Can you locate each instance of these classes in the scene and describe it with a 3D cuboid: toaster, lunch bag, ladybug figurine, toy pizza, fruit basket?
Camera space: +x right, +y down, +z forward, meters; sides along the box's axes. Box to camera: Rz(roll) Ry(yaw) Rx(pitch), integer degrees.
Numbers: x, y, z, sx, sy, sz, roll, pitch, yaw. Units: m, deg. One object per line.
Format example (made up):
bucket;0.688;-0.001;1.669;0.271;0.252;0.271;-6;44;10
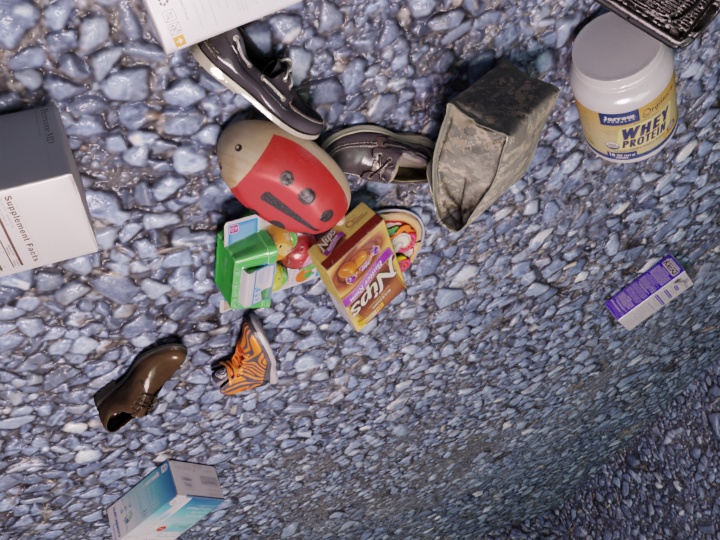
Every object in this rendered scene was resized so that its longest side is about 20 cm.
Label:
toaster;0.382;-0.391;0.845;0.198;0.119;0.182;30;127;0
lunch bag;0.178;-0.168;0.998;0.164;0.117;0.202;-42;155;-37
ladybug figurine;-0.098;-0.109;0.900;0.198;0.073;0.135;30;134;-23
toy pizza;0.024;-0.023;1.186;0.197;0.032;0.202;-19;144;-14
fruit basket;-0.114;-0.022;1.038;0.197;0.094;0.187;-14;143;-27

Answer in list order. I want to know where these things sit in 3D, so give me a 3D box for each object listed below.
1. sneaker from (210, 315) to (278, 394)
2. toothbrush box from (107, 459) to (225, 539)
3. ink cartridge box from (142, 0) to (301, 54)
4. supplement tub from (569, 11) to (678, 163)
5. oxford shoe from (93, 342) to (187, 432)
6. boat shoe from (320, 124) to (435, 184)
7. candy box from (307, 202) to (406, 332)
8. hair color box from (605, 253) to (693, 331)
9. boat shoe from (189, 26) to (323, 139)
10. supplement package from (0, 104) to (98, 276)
sneaker;-0.206;0.161;1.214;0.110;0.078;0.202;-20;144;-14
toothbrush box;-0.413;0.498;1.486;0.199;0.086;0.146;-38;144;15
ink cartridge box;-0.133;-0.332;0.660;0.197;0.047;0.199;-25;137;-8
supplement tub;0.390;-0.269;1.038;0.143;0.146;0.200;-34;145;9
oxford shoe;-0.352;0.197;1.151;0.200;0.085;0.072;-42;142;15
boat shoe;0.035;-0.157;0.996;0.197;0.065;0.072;-1;137;-34
candy box;0.000;0.000;1.097;0.116;0.056;0.201;-42;149;-11
hair color box;0.726;0.058;1.761;0.199;0.065;0.109;-40;143;18
boat shoe;-0.102;-0.220;0.813;0.063;0.073;0.199;-44;137;17
supplement package;-0.399;-0.074;0.741;0.197;0.122;0.121;-17;144;-17
